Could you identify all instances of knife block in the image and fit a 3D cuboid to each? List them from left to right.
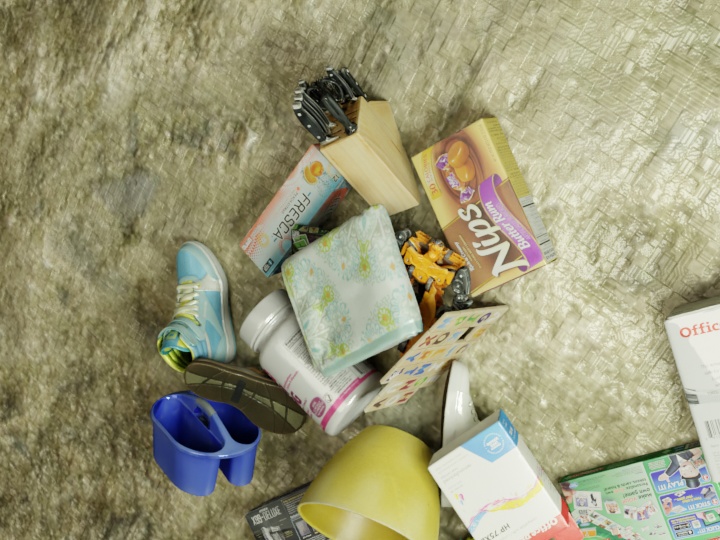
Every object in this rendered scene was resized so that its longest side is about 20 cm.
[{"bbox_3d":[-0.010,-0.163,1.288,0.063,0.175,0.203,-18,91,30],"label":"knife block"}]

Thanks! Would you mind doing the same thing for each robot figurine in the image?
[{"bbox_3d":[0.072,0.036,1.303,0.144,0.058,0.202,33,127,15],"label":"robot figurine"}]

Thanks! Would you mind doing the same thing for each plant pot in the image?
[{"bbox_3d":[0.030,0.300,1.358,0.197,0.201,0.143,11,60,26],"label":"plant pot"}]

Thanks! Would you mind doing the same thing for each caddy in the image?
[{"bbox_3d":[-0.235,0.247,1.492,0.199,0.140,0.107,31,120,48],"label":"caddy"}]

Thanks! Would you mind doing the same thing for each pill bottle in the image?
[{"bbox_3d":[-0.073,0.127,1.413,0.200,0.113,0.114,43,116,15],"label":"pill bottle"}]

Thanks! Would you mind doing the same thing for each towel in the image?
[{"bbox_3d":[-0.014,0.032,1.287,0.199,0.048,0.174,-28,78,41],"label":"towel"}]

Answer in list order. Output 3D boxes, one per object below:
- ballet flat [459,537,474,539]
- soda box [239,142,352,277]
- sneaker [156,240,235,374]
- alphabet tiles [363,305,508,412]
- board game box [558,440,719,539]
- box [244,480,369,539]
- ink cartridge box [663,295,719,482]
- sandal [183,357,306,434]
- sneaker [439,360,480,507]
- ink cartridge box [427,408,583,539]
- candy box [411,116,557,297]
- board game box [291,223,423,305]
[{"bbox_3d":[0.147,0.472,1.393,0.066,0.067,0.203,16,106,10],"label":"ballet flat"},{"bbox_3d":[-0.085,-0.087,1.407,0.068,0.063,0.201,46,118,12],"label":"soda box"},{"bbox_3d":[-0.259,0.060,1.490,0.079,0.130,0.203,-13,93,31],"label":"sneaker"},{"bbox_3d":[0.091,0.117,1.293,0.200,0.166,0.008,-49,66,26],"label":"alphabet tiles"},{"bbox_3d":[0.368,0.306,1.260,0.198,0.029,0.136,-22,89,30],"label":"board game box"},{"bbox_3d":[-0.063,0.402,1.496,0.199,0.050,0.159,-30,85,29],"label":"box"},{"bbox_3d":[0.454,0.127,1.147,0.145,0.086,0.203,-17,90,29],"label":"ink cartridge box"},{"bbox_3d":[-0.168,0.178,1.479,0.197,0.055,0.082,22,115,-11],"label":"sandal"},{"bbox_3d":[0.150,0.222,1.349,0.083,0.073,0.204,1,100,4],"label":"sneaker"},{"bbox_3d":[0.190,0.299,1.276,0.116,0.067,0.201,-35,88,12],"label":"ink cartridge box"},{"bbox_3d":[0.160,-0.081,1.282,0.116,0.056,0.203,-25,86,30],"label":"candy box"},{"bbox_3d":[0.000,0.000,1.365,0.197,0.024,0.106,9,123,14],"label":"board game box"}]
